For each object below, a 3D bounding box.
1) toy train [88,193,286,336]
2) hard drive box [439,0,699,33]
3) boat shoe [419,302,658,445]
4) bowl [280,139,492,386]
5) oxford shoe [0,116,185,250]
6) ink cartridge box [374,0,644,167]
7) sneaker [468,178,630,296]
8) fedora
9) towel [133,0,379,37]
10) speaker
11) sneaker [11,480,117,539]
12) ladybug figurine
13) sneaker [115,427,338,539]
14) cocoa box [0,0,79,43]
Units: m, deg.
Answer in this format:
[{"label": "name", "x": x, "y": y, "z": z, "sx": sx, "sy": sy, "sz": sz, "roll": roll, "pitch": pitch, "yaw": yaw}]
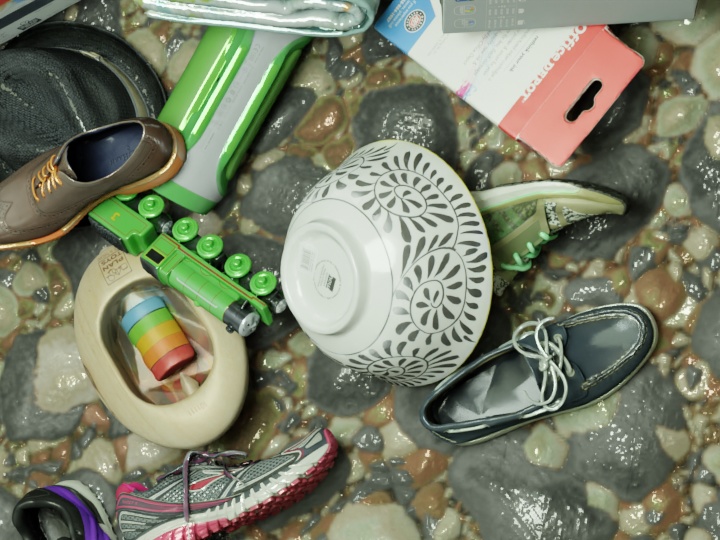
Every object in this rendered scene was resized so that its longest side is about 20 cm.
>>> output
[{"label": "toy train", "x": -0.145, "y": -0.010, "z": 1.548, "sx": 0.200, "sy": 0.042, "sz": 0.056, "roll": 34, "pitch": 70, "yaw": 27}, {"label": "hard drive box", "x": 0.158, "y": -0.273, "z": 1.466, "sx": 0.200, "sy": 0.077, "sz": 0.156, "roll": -3, "pitch": 64, "yaw": 2}, {"label": "boat shoe", "x": 0.139, "y": 0.080, "z": 1.491, "sx": 0.200, "sy": 0.062, "sz": 0.075, "roll": -22, "pitch": 75, "yaw": 15}, {"label": "bowl", "x": 0.000, "y": 0.000, "z": 1.487, "sx": 0.201, "sy": 0.094, "sz": 0.201, "roll": 9, "pitch": 103, "yaw": 43}, {"label": "oxford shoe", "x": -0.246, "y": -0.077, "z": 1.543, "sx": 0.200, "sy": 0.073, "sz": 0.071, "roll": -26, "pitch": 73, "yaw": 12}, {"label": "ink cartridge box", "x": 0.126, "y": -0.178, "z": 1.521, "sx": 0.200, "sy": 0.067, "sz": 0.116, "roll": 41, "pitch": 96, "yaw": 19}, {"label": "sneaker", "x": 0.123, "y": -0.026, "z": 1.512, "sx": 0.200, "sy": 0.077, "sz": 0.089, "roll": -7, "pitch": 91, "yaw": 25}, {"label": "fedora", "x": -0.270, "y": -0.133, "z": 1.641, "sx": 0.200, "sy": 0.092, "sz": 0.201, "roll": -2, "pitch": 83, "yaw": 19}, {"label": "towel", "x": -0.076, "y": -0.264, "z": 1.543, "sx": 0.200, "sy": 0.048, "sz": 0.171, "roll": 7, "pitch": 46, "yaw": 4}, {"label": "speaker", "x": -0.114, "y": -0.151, "z": 1.593, "sx": 0.088, "sy": 0.088, "sz": 0.200, "roll": 31, "pitch": 95, "yaw": 20}, {"label": "sneaker", "x": -0.224, "y": 0.261, "z": 1.576, "sx": 0.200, "sy": 0.100, "sz": 0.070, "roll": 45, "pitch": 101, "yaw": 19}, {"label": "ladybug figurine", "x": -0.164, "y": 0.062, "z": 1.588, "sx": 0.136, "sy": 0.072, "sz": 0.200, "roll": -31, "pitch": 70, "yaw": 4}, {"label": "sneaker", "x": -0.112, "y": 0.176, "z": 1.551, "sx": 0.200, "sy": 0.081, "sz": 0.075, "roll": -25, "pitch": 77, "yaw": 8}, {"label": "cocoa box", "x": -0.305, "y": -0.291, "z": 1.606, "sx": 0.200, "sy": 0.131, "sz": 0.133, "roll": -25, "pitch": 79, "yaw": 17}]
